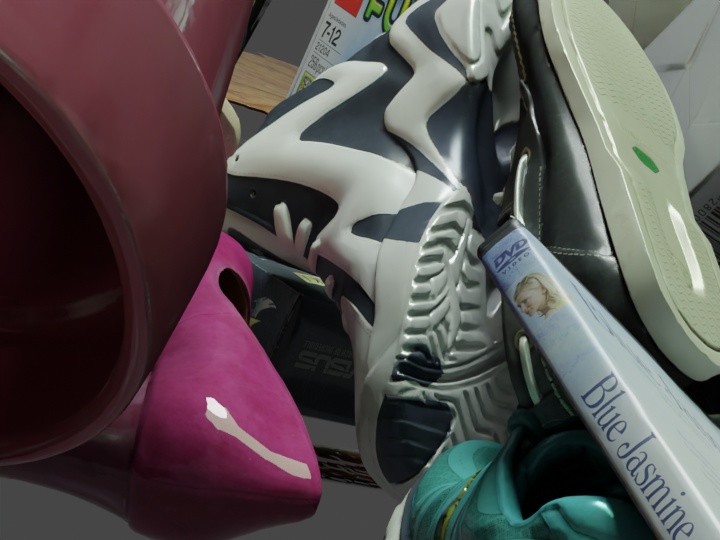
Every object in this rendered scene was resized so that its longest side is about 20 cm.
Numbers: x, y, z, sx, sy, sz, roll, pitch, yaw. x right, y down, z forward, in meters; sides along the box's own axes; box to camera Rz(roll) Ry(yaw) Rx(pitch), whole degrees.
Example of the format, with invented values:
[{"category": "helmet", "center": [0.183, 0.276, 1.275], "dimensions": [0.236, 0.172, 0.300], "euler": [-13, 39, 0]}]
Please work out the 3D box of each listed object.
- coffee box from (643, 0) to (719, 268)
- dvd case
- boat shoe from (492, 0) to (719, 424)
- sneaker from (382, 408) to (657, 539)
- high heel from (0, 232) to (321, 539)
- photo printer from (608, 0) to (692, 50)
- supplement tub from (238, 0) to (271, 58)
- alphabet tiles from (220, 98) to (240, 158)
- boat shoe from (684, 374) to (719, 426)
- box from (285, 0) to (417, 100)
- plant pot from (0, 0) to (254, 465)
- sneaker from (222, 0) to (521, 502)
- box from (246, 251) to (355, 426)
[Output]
[{"category": "coffee box", "center": [0.190, -0.009, 0.953], "dimensions": [0.199, 0.080, 0.115], "euler": [32, 35, -19]}, {"category": "dvd case", "center": [0.108, 0.082, 0.703], "dimensions": [0.143, 0.018, 0.200], "euler": [43, 11, -39]}, {"category": "boat shoe", "center": [0.066, -0.030, 0.868], "dimensions": [0.072, 0.067, 0.201], "euler": [38, 29, -32]}, {"category": "sneaker", "center": [0.054, 0.078, 0.753], "dimensions": [0.077, 0.080, 0.200], "euler": [20, 7, -7]}, {"category": "high heel", "center": [-0.038, 0.037, 0.831], "dimensions": [0.095, 0.068, 0.200], "euler": [12, 21, 10]}, {"category": "photo printer", "center": [0.174, -0.102, 1.037], "dimensions": [0.166, 0.070, 0.201], "euler": [29, -31, 19]}, {"category": "supplement tub", "center": [-0.106, -0.099, 1.045], "dimensions": [0.122, 0.123, 0.201], "euler": [21, 45, 4]}, {"category": "alphabet tiles", "center": [-0.134, -0.094, 0.863], "dimensions": [0.199, 0.015, 0.196], "euler": [-14, -53, 33]}, {"category": "boat shoe", "center": [0.116, 0.079, 0.910], "dimensions": [0.067, 0.074, 0.200], "euler": [0, 26, 8]}, {"category": "box", "center": [0.028, -0.051, 1.071], "dimensions": [0.035, 0.111, 0.200], "euler": [17, 12, -30]}, {"category": "plant pot", "center": [-0.109, -0.079, 0.716], "dimensions": [0.199, 0.180, 0.201], "euler": [17, -38, 14]}, {"category": "sneaker", "center": [0.000, 0.000, 0.936], "dimensions": [0.129, 0.201, 0.079], "euler": [-21, -37, 40]}, {"category": "box", "center": [-0.008, 0.018, 1.102], "dimensions": [0.199, 0.051, 0.157], "euler": [14, 12, -44]}]
